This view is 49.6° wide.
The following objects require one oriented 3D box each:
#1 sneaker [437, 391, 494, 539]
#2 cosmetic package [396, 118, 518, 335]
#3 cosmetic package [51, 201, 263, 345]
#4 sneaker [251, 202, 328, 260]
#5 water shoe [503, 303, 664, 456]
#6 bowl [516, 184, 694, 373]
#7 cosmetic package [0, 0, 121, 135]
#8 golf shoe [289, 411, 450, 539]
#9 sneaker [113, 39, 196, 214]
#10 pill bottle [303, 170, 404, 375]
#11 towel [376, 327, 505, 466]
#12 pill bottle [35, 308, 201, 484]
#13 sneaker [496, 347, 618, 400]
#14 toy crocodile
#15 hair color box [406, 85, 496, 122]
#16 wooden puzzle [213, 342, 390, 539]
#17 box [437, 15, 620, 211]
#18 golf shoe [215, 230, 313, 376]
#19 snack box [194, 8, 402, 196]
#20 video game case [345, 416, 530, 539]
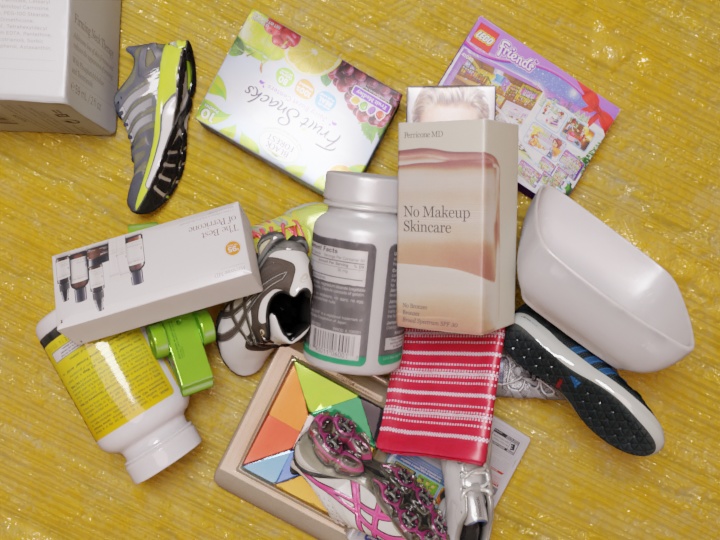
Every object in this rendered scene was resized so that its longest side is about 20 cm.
[{"bbox_3d":[0.120,0.227,0.845,0.073,0.087,0.205,-4,91,-9],"label":"sneaker"},{"bbox_3d":[0.097,-0.045,0.781,0.102,0.087,0.205,2,95,33],"label":"cosmetic package"},{"bbox_3d":[-0.202,0.003,0.773,0.196,0.051,0.084,-17,67,1],"label":"cosmetic package"},{"bbox_3d":[-0.103,-0.020,0.873,0.197,0.090,0.079,-25,88,-4],"label":"sneaker"},{"bbox_3d":[0.242,0.101,0.810,0.199,0.072,0.079,42,56,14],"label":"water shoe"},{"bbox_3d":[0.242,0.015,0.814,0.198,0.201,0.075,35,117,-2],"label":"bowl"},{"bbox_3d":[-0.360,-0.264,0.833,0.162,0.167,0.205,2,89,-1],"label":"cosmetic package"},{"bbox_3d":[0.010,0.247,0.842,0.199,0.072,0.093,42,121,11],"label":"golf shoe"},{"bbox_3d":[-0.242,-0.165,0.890,0.079,0.074,0.205,8,82,8],"label":"sneaker"},{"bbox_3d":[0.000,0.000,0.836,0.110,0.113,0.205,6,99,-1],"label":"pill bottle"},{"bbox_3d":[0.088,0.103,0.848,0.143,0.022,0.205,-1,73,41],"label":"towel"},{"bbox_3d":[-0.259,0.122,0.853,0.111,0.112,0.203,-30,89,-2],"label":"pill bottle"},{"bbox_3d":[0.199,0.109,0.881,0.195,0.082,0.077,-1,89,-2],"label":"sneaker"},{"bbox_3d":[-0.210,0.038,0.843,0.066,0.062,0.203,-21,80,-26],"label":"toy crocodile"},{"bbox_3d":[0.099,-0.101,0.869,0.098,0.061,0.205,0,100,7],"label":"hair color box"},{"bbox_3d":[-0.049,0.197,0.895,0.182,0.037,0.203,27,88,-1],"label":"wooden puzzle"},{"bbox_3d":[0.183,-0.180,0.910,0.198,0.039,0.138,33,89,0],"label":"box"},{"bbox_3d":[-0.102,0.058,0.830,0.076,0.095,0.202,-1,133,-28],"label":"golf shoe"},{"bbox_3d":[-0.070,-0.184,0.896,0.197,0.053,0.144,29,89,-1],"label":"snack box"},{"bbox_3d":[0.090,0.247,0.893,0.142,0.018,0.203,31,86,-11],"label":"video game case"}]
